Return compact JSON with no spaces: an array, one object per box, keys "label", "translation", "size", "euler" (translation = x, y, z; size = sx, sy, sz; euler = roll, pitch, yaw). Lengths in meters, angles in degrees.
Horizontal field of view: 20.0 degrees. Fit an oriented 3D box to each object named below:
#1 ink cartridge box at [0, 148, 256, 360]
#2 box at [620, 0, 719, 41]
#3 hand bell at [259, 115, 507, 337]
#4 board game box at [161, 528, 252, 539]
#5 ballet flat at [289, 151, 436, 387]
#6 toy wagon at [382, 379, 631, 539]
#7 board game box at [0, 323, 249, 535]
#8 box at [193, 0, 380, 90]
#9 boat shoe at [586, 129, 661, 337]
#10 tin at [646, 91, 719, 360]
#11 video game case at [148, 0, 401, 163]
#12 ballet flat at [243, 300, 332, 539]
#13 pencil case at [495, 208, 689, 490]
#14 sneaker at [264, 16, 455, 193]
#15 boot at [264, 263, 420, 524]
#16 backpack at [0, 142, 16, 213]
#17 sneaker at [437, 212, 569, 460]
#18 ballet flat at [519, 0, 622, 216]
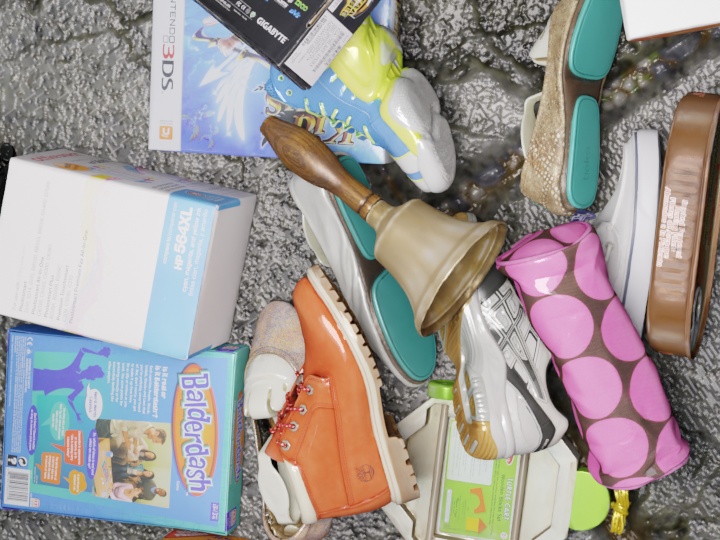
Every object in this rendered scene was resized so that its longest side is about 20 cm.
[{"label":"ink cartridge box","translation":[-0.201,-0.018,1.627],"size":[0.198,0.129,0.127],"euler":[14,98,10]},{"label":"box","translation":[0.289,-0.234,1.500],"size":[0.198,0.124,0.099],"euler":[-9,94,13]},{"label":"hand bell","translation":[0.002,-0.052,1.528],"size":[0.199,0.104,0.105],"euler":[38,102,15]},{"label":"board game box","translation":[-0.091,0.336,1.603],"size":[0.198,0.200,0.202],"euler":[8,98,11]},{"label":"ballet flat","translation":[0.000,0.000,1.618],"size":[0.069,0.070,0.201],"euler":[-20,105,13]},{"label":"toy wagon","translation":[0.117,0.174,1.625],"size":[0.198,0.040,0.157],"euler":[8,98,10]},{"label":"board game box","translation":[-0.195,0.130,1.684],"size":[0.198,0.045,0.154],"euler":[6,97,12]},{"label":"box","translation":[-0.045,-0.264,1.527],"size":[0.199,0.050,0.200],"euler":[-50,52,0]},{"label":"boat shoe","translation":[0.193,-0.011,1.576],"size":[0.065,0.072,0.202],"euler":[8,106,7]},{"label":"tin","translation":[0.248,-0.035,1.539],"size":[0.041,0.112,0.202],"euler":[8,97,21]},{"label":"video game case","translation":[-0.068,-0.181,1.624],"size":[0.198,0.045,0.183],"euler":[4,98,12]},{"label":"ballet flat","translation":[-0.061,0.127,1.638],"size":[0.068,0.067,0.202],"euler":[-8,94,32]},{"label":"pencil case","translation":[0.173,0.062,1.522],"size":[0.090,0.094,0.202],"euler":[-27,101,-21]},{"label":"sneaker","translation":[-0.008,-0.134,1.565],"size":[0.105,0.076,0.201],"euler":[-30,84,23]},{"label":"boot","translation":[-0.032,0.100,1.575],"size":[0.106,0.075,0.202],"euler":[-17,101,-1]},{"label":"backpack","translation":[-0.404,-0.048,1.644],"size":[0.154,0.200,0.191],"euler":[39,109,10]},{"label":"sneaker","translation":[0.111,0.051,1.590],"size":[0.087,0.076,0.202],"euler":[-2,69,-15]},{"label":"ballet flat","translation":[0.155,-0.144,1.568],"size":[0.065,0.070,0.202],"euler":[8,86,40]}]
